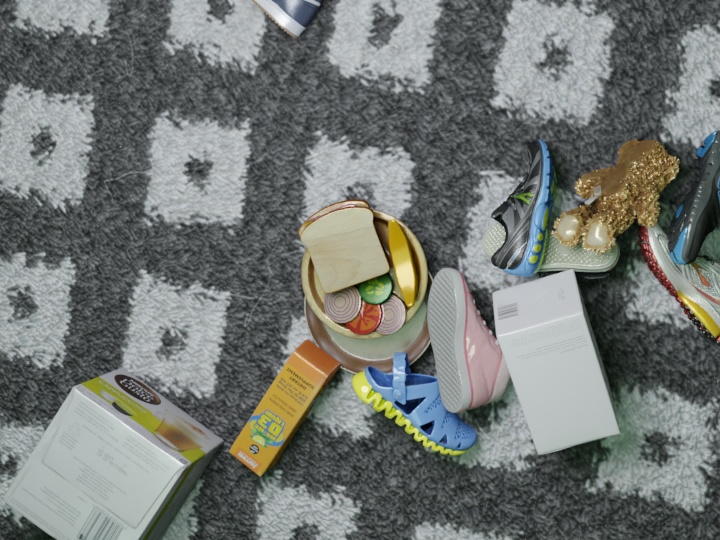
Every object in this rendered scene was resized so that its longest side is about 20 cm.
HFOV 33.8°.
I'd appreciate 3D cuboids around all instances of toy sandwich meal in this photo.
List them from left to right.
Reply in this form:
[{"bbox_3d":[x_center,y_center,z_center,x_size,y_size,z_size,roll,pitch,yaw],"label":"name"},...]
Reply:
[{"bbox_3d":[0.000,0.000,1.670,0.203,0.070,0.208,1,96,10],"label":"toy sandwich meal"}]

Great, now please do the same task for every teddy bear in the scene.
[{"bbox_3d":[0.347,-0.091,1.600,0.144,0.201,0.067,-6,129,41],"label":"teddy bear"}]

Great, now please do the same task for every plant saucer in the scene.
[{"bbox_3d":[0.018,0.052,1.723,0.198,0.032,0.203,1,96,11],"label":"plant saucer"}]

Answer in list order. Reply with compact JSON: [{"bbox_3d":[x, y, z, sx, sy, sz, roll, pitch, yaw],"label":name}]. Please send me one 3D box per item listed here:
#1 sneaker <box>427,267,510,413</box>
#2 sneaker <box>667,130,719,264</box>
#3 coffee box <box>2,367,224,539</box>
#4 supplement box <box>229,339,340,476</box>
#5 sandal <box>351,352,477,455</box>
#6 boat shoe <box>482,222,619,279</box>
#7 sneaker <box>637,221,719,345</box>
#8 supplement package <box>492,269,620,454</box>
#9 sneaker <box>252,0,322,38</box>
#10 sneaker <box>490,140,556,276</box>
[{"bbox_3d":[0.158,0.095,1.675,0.104,0.075,0.203,-4,86,-31],"label":"sneaker"},{"bbox_3d":[0.472,-0.090,1.575,0.081,0.073,0.201,27,73,-4],"label":"sneaker"},{"bbox_3d":[-0.353,0.288,1.730,0.199,0.198,0.201,34,98,7],"label":"coffee box"},{"bbox_3d":[-0.111,0.202,1.730,0.066,0.069,0.201,35,112,6],"label":"supplement box"},{"bbox_3d":[0.088,0.187,1.684,0.199,0.080,0.087,34,108,-10],"label":"sandal"},{"bbox_3d":[0.265,-0.024,1.651,0.198,0.062,0.075,7,72,25],"label":"boat shoe"},{"bbox_3d":[0.454,0.004,1.622,0.082,0.078,0.200,-41,94,3],"label":"sneaker"},{"bbox_3d":[0.264,0.125,1.605,0.119,0.122,0.201,-17,115,12],"label":"supplement package"},{"bbox_3d":[-0.129,-0.437,1.682,0.200,0.070,0.109,43,106,-3],"label":"sneaker"},{"bbox_3d":[0.221,-0.091,1.623,0.082,0.071,0.202,8,71,21],"label":"sneaker"}]
